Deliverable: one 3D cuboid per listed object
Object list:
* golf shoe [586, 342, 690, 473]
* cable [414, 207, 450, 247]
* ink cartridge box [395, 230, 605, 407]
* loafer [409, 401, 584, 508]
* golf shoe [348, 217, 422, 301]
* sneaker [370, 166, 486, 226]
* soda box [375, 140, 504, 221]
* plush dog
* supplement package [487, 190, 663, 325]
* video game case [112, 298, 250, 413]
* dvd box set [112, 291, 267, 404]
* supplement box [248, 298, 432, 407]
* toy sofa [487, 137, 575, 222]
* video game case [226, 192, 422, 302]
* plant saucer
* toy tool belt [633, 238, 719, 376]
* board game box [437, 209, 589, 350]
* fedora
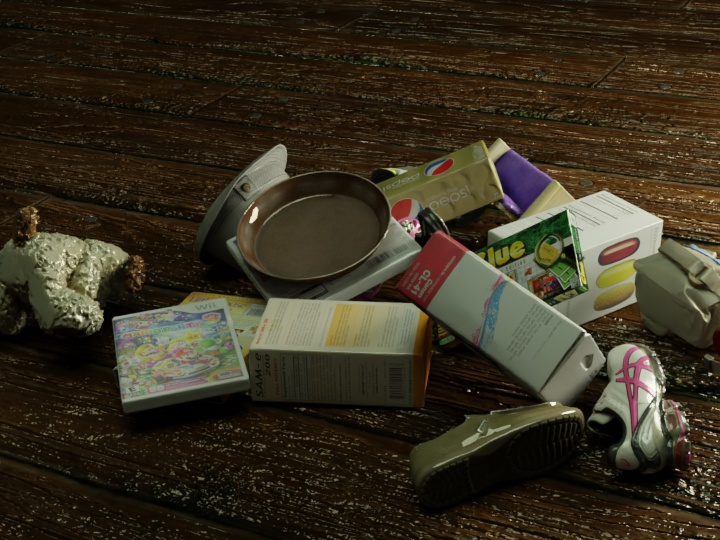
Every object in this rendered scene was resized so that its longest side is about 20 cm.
[{"bbox_3d":[0.282,0.139,1.320,0.091,0.073,0.200,-5,26,0],"label":"golf shoe"},{"bbox_3d":[0.099,-0.041,1.566,0.050,0.200,0.097,-29,61,-7],"label":"cable"},{"bbox_3d":[0.152,0.058,1.344,0.200,0.148,0.086,38,89,26],"label":"ink cartridge box"},{"bbox_3d":[0.135,0.174,1.264,0.199,0.076,0.067,-15,34,-22],"label":"loafer"},{"bbox_3d":[0.000,0.000,1.658,0.199,0.076,0.091,-27,1,-25],"label":"golf shoe"},{"bbox_3d":[0.111,-0.122,1.873,0.199,0.074,0.081,22,31,37],"label":"sneaker"},{"bbox_3d":[0.094,-0.104,1.731,0.199,0.068,0.064,-22,27,9],"label":"soda box"},{"bbox_3d":[-0.370,0.003,1.588,0.199,0.162,0.171,0,0,36],"label":"plush dog"},{"bbox_3d":[0.268,-0.010,1.571,0.199,0.114,0.109,-20,34,-29],"label":"supplement package"},{"bbox_3d":[-0.214,0.095,1.461,0.142,0.018,0.200,-10,27,-10],"label":"video game case"},{"bbox_3d":[-0.188,0.090,1.521,0.145,0.030,0.200,6,29,20],"label":"dvd box set"},{"bbox_3d":[-0.020,0.094,1.444,0.199,0.074,0.126,2,26,8],"label":"supplement box"},{"bbox_3d":[0.221,-0.123,1.798,0.083,0.098,0.200,-47,30,5],"label":"toy sofa"},{"bbox_3d":[-0.047,-0.025,1.599,0.199,0.023,0.182,-28,46,-15],"label":"video game case"},{"bbox_3d":[-0.057,-0.050,1.586,0.199,0.035,0.201,-7,45,7],"label":"plant saucer"},{"bbox_3d":[0.422,0.031,1.467,0.122,0.125,0.200,-23,32,-18],"label":"toy tool belt"},{"bbox_3d":[0.172,0.013,1.474,0.199,0.023,0.105,-27,51,31],"label":"board game box"},{"bbox_3d":[-0.134,-0.069,1.721,0.090,0.177,0.200,38,54,14],"label":"fedora"}]
